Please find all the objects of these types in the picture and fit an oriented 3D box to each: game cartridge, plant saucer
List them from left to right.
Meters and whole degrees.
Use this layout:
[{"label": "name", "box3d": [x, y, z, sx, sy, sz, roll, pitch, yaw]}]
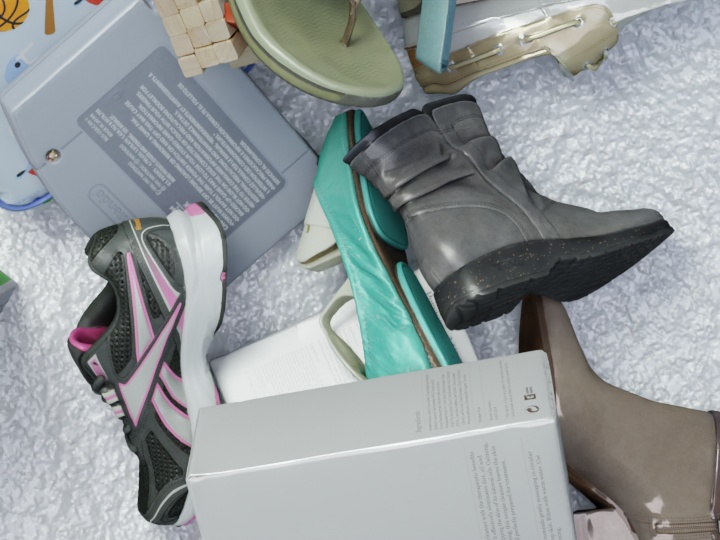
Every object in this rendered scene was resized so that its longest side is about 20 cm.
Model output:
[{"label": "game cartridge", "box3d": [-0.114, -0.070, 1.175, 0.133, 0.040, 0.200, -43, 133, -2]}, {"label": "plant saucer", "box3d": [0.053, -0.213, 1.146, 0.019, 0.070, 0.201, 9, 98, 5]}]

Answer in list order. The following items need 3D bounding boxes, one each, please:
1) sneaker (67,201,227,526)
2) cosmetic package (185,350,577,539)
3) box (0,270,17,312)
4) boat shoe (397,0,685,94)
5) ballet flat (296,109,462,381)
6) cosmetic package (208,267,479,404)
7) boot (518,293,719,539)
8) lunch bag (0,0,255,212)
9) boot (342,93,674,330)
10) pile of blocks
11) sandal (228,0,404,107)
[{"label": "sneaker", "box3d": [-0.130, 0.055, 1.190, 0.086, 0.080, 0.201, -3, 111, -15]}, {"label": "cosmetic package", "box3d": [0.014, 0.122, 1.109, 0.199, 0.085, 0.108, -8, 115, 5]}, {"label": "box", "box3d": [-0.290, 0.060, 1.149, 0.097, 0.200, 0.177, 34, 91, -4]}, {"label": "boat shoe", "box3d": [0.125, -0.151, 1.214, 0.199, 0.075, 0.069, -8, 95, 10]}, {"label": "ballet flat", "box3d": [0.000, 0.000, 1.182, 0.070, 0.067, 0.201, -25, 68, 13]}, {"label": "cosmetic package", "box3d": [0.017, 0.117, 1.202, 0.150, 0.052, 0.201, -24, 72, 2]}, {"label": "boot", "box3d": [0.176, 0.105, 1.234, 0.145, 0.070, 0.201, -4, 95, -6]}, {"label": "lunch bag", "box3d": [-0.166, -0.131, 1.173, 0.200, 0.076, 0.161, -31, 129, -6]}, {"label": "boot", "box3d": [0.092, -0.048, 1.188, 0.070, 0.200, 0.132, -43, 68, 38]}, {"label": "pile of blocks", "box3d": [-0.046, -0.155, 1.139, 0.062, 0.200, 0.082, -12, 90, 22]}, {"label": "sandal", "box3d": [-0.035, -0.174, 1.059, 0.080, 0.057, 0.202, -15, 75, -39]}]
